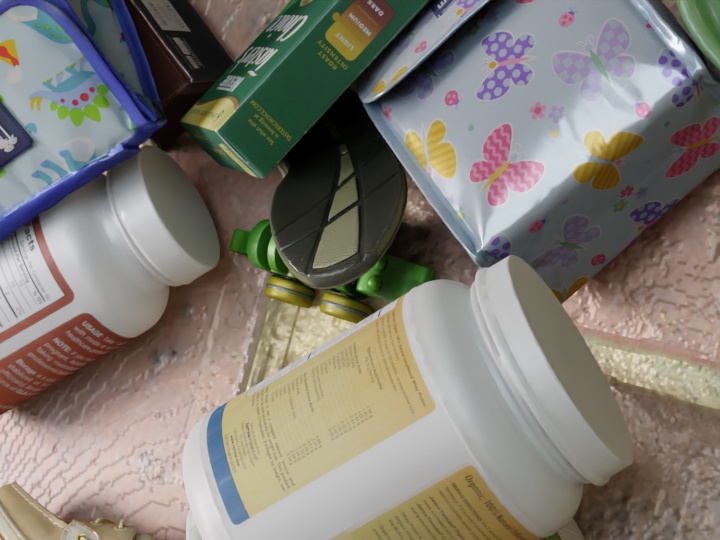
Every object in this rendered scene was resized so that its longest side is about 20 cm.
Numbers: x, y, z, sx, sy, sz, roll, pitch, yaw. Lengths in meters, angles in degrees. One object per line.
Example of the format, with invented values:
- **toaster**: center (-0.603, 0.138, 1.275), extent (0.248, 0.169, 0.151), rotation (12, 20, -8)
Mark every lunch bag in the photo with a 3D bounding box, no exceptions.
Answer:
- **lunch bag**: center (-0.224, -0.125, 1.367), extent (0.170, 0.127, 0.201), rotation (-32, 81, 21)
- **lunch bag**: center (0.095, -0.108, 1.311), extent (0.169, 0.127, 0.200), rotation (-40, 55, 12)

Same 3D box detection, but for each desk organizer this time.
- **desk organizer**: center (-0.169, -0.171, 1.449), extent (0.077, 0.072, 0.200), rotation (-41, 78, 22)

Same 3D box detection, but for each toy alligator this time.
- **toy alligator**: center (0.000, 0.000, 1.369), extent (0.199, 0.054, 0.060), rotation (16, 86, 27)

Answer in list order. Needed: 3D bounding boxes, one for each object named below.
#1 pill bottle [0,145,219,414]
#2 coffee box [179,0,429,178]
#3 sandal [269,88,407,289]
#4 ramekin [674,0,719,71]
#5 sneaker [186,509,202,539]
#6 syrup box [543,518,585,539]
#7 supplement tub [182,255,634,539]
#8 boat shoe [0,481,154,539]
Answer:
- **pill bottle**: center (-0.190, 0.007, 1.425), extent (0.199, 0.112, 0.113), rotation (-29, 69, 17)
- **coffee box**: center (-0.016, -0.141, 1.351), extent (0.044, 0.123, 0.200), rotation (43, 86, -15)
- **sandal**: center (-0.009, -0.044, 1.343), extent (0.079, 0.058, 0.201), rotation (-18, 27, 6)
- **ramekin**: center (0.274, -0.169, 1.252), extent (0.199, 0.098, 0.201), rotation (-6, 77, 24)
- **sneaker**: center (-0.051, 0.143, 1.325), extent (0.081, 0.077, 0.200), rotation (32, 73, 12)
- **syrup box**: center (0.099, 0.196, 1.267), extent (0.079, 0.081, 0.201), rotation (-32, 68, 12)
- **supplement tub**: center (0.025, 0.095, 1.199), extent (0.199, 0.145, 0.145), rotation (-31, 68, 14)
- **boat shoe**: center (-0.147, 0.187, 1.398), extent (0.069, 0.074, 0.200), rotation (-43, 62, -15)
